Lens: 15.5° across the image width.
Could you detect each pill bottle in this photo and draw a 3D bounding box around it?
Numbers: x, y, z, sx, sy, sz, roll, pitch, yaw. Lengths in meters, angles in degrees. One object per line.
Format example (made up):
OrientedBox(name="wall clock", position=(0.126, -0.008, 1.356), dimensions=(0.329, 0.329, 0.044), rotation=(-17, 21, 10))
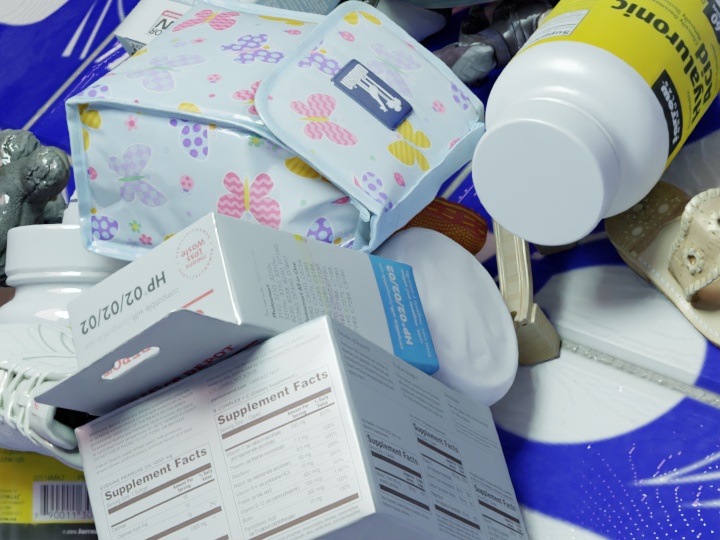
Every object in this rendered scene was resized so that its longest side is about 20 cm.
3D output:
OrientedBox(name="pill bottle", position=(-0.165, 0.076, 1.595), dimensions=(0.114, 0.114, 0.201), rotation=(-4, 83, 41))
OrientedBox(name="pill bottle", position=(0.139, -0.098, 1.553), dimensions=(0.111, 0.112, 0.200), rotation=(-12, 25, 34))
OrientedBox(name="pill bottle", position=(-0.015, 0.066, 1.535), dimensions=(0.200, 0.112, 0.113), rotation=(-33, 31, 32))

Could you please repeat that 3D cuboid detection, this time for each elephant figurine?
OrientedBox(name="elephant figurine", position=(-0.268, -0.024, 1.867), dimensions=(0.141, 0.156, 0.200), rotation=(-17, 23, -8))

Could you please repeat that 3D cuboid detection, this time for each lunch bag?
OrientedBox(name="lunch bag", position=(-0.042, -0.078, 1.536), dimensions=(0.199, 0.128, 0.170), rotation=(13, 32, 24))

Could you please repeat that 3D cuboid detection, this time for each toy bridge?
OrientedBox(name="toy bridge", position=(0.106, -0.039, 1.598), dimensions=(0.027, 0.067, 0.201), rotation=(-16, 40, 30))

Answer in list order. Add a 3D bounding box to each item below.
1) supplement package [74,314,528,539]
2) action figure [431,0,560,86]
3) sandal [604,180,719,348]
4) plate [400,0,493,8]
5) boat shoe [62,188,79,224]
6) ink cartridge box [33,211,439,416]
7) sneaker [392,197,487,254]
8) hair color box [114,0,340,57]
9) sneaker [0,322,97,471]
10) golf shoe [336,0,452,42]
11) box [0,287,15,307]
OrientedBox(name="supplement package", position=(-0.025, 0.125, 1.384), dimensions=(0.155, 0.200, 0.111), rotation=(-25, 63, 19))
OrientedBox(name="action figure", position=(0.073, -0.137, 1.734), dimensions=(0.199, 0.070, 0.130), rotation=(-24, 12, -16))
OrientedBox(name="sandal", position=(0.193, -0.017, 1.486), dimensions=(0.078, 0.070, 0.212), rotation=(-44, 34, -8))
OrientedBox(name="plate", position=(0.097, -0.204, 1.773), dimensions=(0.199, 0.026, 0.200), rotation=(-12, 14, 3))
OrientedBox(name="boat shoe", position=(-0.121, -0.048, 1.679), dimensions=(0.199, 0.073, 0.067), rotation=(5, 80, 45))
OrientedBox(name="ink cartridge box", position=(-0.069, 0.032, 1.379), dimensions=(0.115, 0.200, 0.068), rotation=(-31, 62, 32))
OrientedBox(name="sneaker", position=(0.000, 0.000, 1.653), dimensions=(0.199, 0.073, 0.077), rotation=(-16, 52, 43))
OrientedBox(name="hair color box", position=(-0.064, -0.204, 1.801), dimensions=(0.099, 0.061, 0.200), rotation=(19, 64, 43))
OrientedBox(name="sneaker", position=(-0.169, 0.071, 1.482), dimensions=(0.199, 0.099, 0.078), rotation=(12, 88, 21))
OrientedBox(name="golf shoe", position=(-0.026, -0.138, 1.853), dimensions=(0.199, 0.078, 0.095), rotation=(-16, 72, 10))
OrientedBox(name="box", position=(-0.200, 0.069, 1.758), dimensions=(0.199, 0.075, 0.100), rotation=(0, 50, 42))
